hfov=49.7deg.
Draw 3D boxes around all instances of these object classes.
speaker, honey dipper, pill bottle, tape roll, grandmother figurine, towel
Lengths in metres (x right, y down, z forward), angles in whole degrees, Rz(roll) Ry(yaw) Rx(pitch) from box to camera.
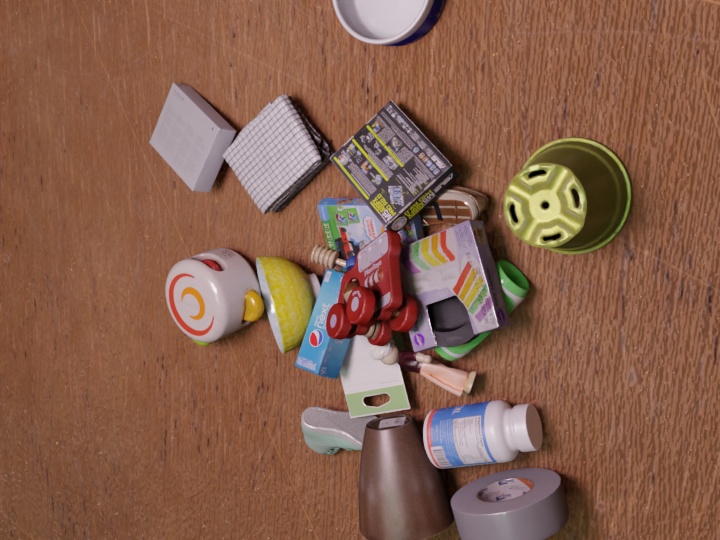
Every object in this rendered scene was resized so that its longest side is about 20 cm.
[{"bbox_3d":[0.211,0.075,1.407,0.089,0.088,0.200,48,117,13],"label":"speaker"},{"bbox_3d":[0.000,0.000,1.497,0.199,0.038,0.038,22,109,14],"label":"honey dipper"},{"bbox_3d":[0.225,0.298,1.425,0.199,0.112,0.113,-14,92,29],"label":"pill bottle"},{"bbox_3d":[0.263,0.417,1.373,0.200,0.200,0.066,-14,94,30],"label":"tape roll"},{"bbox_3d":[0.114,0.178,1.453,0.199,0.061,0.121,19,153,8],"label":"grandmother figurine"},{"bbox_3d":[-0.163,-0.234,1.562,0.200,0.085,0.166,-40,78,30],"label":"towel"}]

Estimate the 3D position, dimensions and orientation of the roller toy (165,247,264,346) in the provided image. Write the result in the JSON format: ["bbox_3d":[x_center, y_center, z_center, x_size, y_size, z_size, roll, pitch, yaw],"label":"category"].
[{"bbox_3d":[-0.308,0.049,1.659,0.200,0.140,0.183,-27,89,40],"label":"roller toy"}]

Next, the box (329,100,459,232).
[{"bbox_3d":[0.058,-0.188,1.408,0.160,0.044,0.200,-43,59,9],"label":"box"}]

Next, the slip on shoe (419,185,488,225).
[{"bbox_3d":[0.143,-0.127,1.426,0.199,0.061,0.076,8,126,46],"label":"slip on shoe"}]

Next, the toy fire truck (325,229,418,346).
[{"bbox_3d":[0.015,0.037,1.401,0.200,0.112,0.169,-37,48,52],"label":"toy fire truck"}]

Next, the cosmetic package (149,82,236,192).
[{"bbox_3d":[-0.360,-0.284,1.653,0.200,0.052,0.151,45,120,32],"label":"cosmetic package"}]

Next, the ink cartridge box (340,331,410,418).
[{"bbox_3d":[0.023,0.183,1.551,0.145,0.048,0.201,-15,91,30],"label":"ink cartridge box"}]

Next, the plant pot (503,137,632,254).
[{"bbox_3d":[0.319,-0.112,1.256,0.200,0.184,0.201,6,102,28],"label":"plant pot"}]

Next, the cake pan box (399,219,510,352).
[{"bbox_3d":[0.154,0.034,1.368,0.184,0.052,0.201,-21,78,38],"label":"cake pan box"}]

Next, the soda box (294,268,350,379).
[{"bbox_3d":[-0.055,0.105,1.517,0.064,0.068,0.201,16,85,38],"label":"soda box"}]

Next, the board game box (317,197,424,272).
[{"bbox_3d":[0.026,-0.065,1.485,0.199,0.037,0.152,2,122,28],"label":"board game box"}]

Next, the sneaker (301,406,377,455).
[{"bbox_3d":[-0.024,0.345,1.609,0.199,0.074,0.118,14,143,7],"label":"sneaker"}]

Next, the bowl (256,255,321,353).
[{"bbox_3d":[-0.134,0.057,1.569,0.107,0.200,0.201,-16,92,-11],"label":"bowl"}]

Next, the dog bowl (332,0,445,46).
[{"bbox_3d":[0.052,-0.507,1.394,0.199,0.079,0.201,6,102,28],"label":"dog bowl"}]

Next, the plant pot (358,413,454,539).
[{"bbox_3d":[0.073,0.383,1.479,0.186,0.187,0.201,-7,96,30],"label":"plant pot"}]
